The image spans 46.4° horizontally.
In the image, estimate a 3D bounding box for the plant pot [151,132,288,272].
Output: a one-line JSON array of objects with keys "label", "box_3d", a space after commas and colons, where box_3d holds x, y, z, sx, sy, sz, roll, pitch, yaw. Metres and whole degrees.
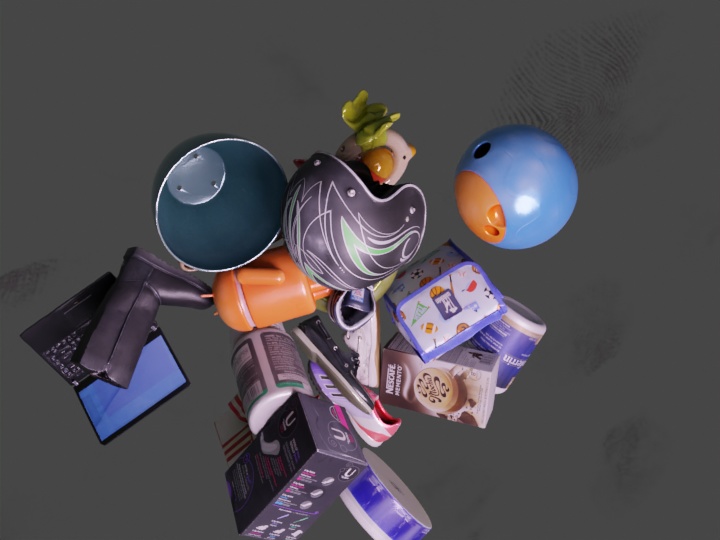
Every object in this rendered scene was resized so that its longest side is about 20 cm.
[{"label": "plant pot", "box_3d": [-0.222, -0.118, 1.237, 0.199, 0.135, 0.202, -15, 123, -25]}]

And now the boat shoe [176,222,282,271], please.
[{"label": "boat shoe", "box_3d": [-0.194, -0.045, 1.333, 0.199, 0.065, 0.072, -22, 121, -8]}]

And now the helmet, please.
[{"label": "helmet", "box_3d": [-0.022, -0.071, 1.204, 0.190, 0.200, 0.202, -9, 120, -37]}]

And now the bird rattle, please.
[{"label": "bird rattle", "box_3d": [0.003, -0.168, 1.324, 0.162, 0.113, 0.201, 21, 110, -40]}]

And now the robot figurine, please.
[{"label": "robot figurine", "box_3d": [-0.144, 0.026, 1.308, 0.198, 0.144, 0.118, -16, 109, 0]}]

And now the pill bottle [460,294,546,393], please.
[{"label": "pill bottle", "box_3d": [0.247, 0.155, 1.565, 0.115, 0.116, 0.201, 22, 107, -28]}]

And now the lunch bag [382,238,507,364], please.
[{"label": "lunch bag", "box_3d": [0.138, 0.056, 1.425, 0.169, 0.200, 0.124, -31, 122, -1]}]

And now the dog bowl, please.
[{"label": "dog bowl", "box_3d": [0.041, 0.433, 1.581, 0.079, 0.200, 0.200, -43, 122, 1]}]

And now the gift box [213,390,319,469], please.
[{"label": "gift box", "box_3d": [-0.128, 0.283, 1.462, 0.200, 0.185, 0.187, -44, 130, 2]}]

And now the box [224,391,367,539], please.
[{"label": "box", "box_3d": [-0.101, 0.304, 1.281, 0.106, 0.123, 0.200, 24, 116, -37]}]

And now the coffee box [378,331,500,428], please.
[{"label": "coffee box", "box_3d": [0.139, 0.194, 1.502, 0.198, 0.080, 0.114, 11, 112, 18]}]

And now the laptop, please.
[{"label": "laptop", "box_3d": [-0.402, 0.140, 1.329, 0.177, 0.103, 0.201, -35, 122, -1]}]

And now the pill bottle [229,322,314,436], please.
[{"label": "pill bottle", "box_3d": [-0.148, 0.166, 1.368, 0.112, 0.201, 0.114, -12, 132, -13]}]

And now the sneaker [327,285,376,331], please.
[{"label": "sneaker", "box_3d": [0.000, 0.000, 1.325, 0.069, 0.109, 0.202, 14, 99, -10]}]

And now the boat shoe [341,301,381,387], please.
[{"label": "boat shoe", "box_3d": [0.000, 0.117, 1.484, 0.069, 0.071, 0.202, 2, 113, 7]}]

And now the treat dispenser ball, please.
[{"label": "treat dispenser ball", "box_3d": [0.252, -0.136, 1.368, 0.199, 0.201, 0.202, -8, 118, -16]}]

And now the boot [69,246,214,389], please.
[{"label": "boot", "box_3d": [-0.327, 0.089, 1.289, 0.164, 0.066, 0.201, 29, 61, -20]}]

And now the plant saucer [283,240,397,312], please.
[{"label": "plant saucer", "box_3d": [-0.029, -0.023, 1.389, 0.198, 0.031, 0.202, -2, 102, -7]}]

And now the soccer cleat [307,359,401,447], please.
[{"label": "soccer cleat", "box_3d": [-0.012, 0.222, 1.498, 0.073, 0.068, 0.200, -40, 94, 25]}]

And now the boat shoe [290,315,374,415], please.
[{"label": "boat shoe", "box_3d": [-0.034, 0.158, 1.449, 0.066, 0.199, 0.075, -40, 164, -19]}]
